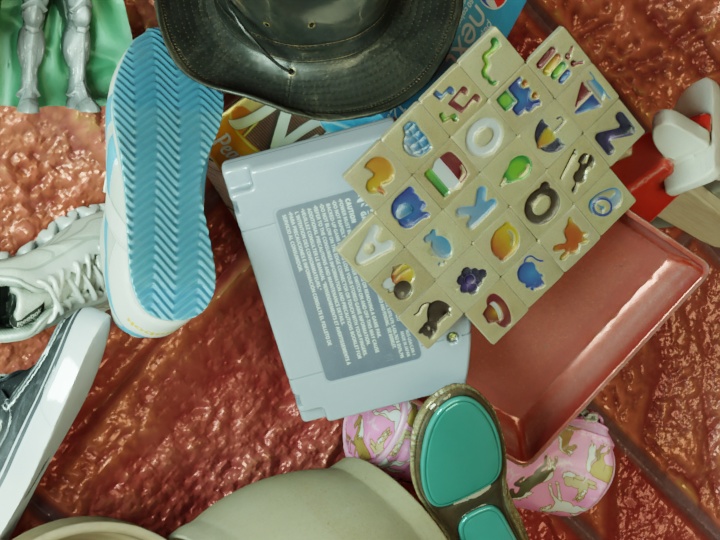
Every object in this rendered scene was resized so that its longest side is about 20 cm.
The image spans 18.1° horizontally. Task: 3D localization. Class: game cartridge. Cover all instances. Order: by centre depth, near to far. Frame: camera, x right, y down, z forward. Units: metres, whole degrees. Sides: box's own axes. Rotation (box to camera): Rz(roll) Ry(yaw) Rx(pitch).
[{"bbox_3d":[0.000,0.000,1.459,0.133,0.042,0.200,-16,121,-1],"label":"game cartridge"}]

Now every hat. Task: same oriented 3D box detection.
[{"bbox_3d":[-0.032,-0.193,1.418,0.200,0.201,0.081,-29,158,-17],"label":"hat"}]

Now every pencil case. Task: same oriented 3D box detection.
[{"bbox_3d":[0.084,0.121,1.620,0.199,0.083,0.087,14,84,-28],"label":"pencil case"}]

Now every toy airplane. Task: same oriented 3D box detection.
[{"bbox_3d":[0.175,-0.072,1.580,0.198,0.141,0.200,-10,138,-4],"label":"toy airplane"}]

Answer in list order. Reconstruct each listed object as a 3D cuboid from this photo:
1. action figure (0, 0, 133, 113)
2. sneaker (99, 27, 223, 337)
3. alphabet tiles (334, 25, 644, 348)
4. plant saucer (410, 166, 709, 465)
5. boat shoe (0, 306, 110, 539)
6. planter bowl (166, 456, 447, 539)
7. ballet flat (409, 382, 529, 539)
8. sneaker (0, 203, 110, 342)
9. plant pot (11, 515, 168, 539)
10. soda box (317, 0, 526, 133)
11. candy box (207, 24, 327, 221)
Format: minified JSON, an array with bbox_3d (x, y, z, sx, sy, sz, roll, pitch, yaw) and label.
[{"bbox_3d":[-0.191,-0.200,1.417,0.118,0.055,0.201,-4,103,-26],"label":"action figure"},{"bbox_3d":[-0.133,-0.056,1.426,0.076,0.081,0.201,9,70,-22],"label":"sneaker"},{"bbox_3d":[0.084,-0.051,1.428,0.200,0.006,0.166,-45,121,-2],"label":"alphabet tiles"},{"bbox_3d":[0.097,0.012,1.518,0.199,0.037,0.200,32,112,-22],"label":"plant saucer"},{"bbox_3d":[-0.225,0.098,1.447,0.068,0.072,0.200,31,116,1],"label":"boat shoe"},{"bbox_3d":[-0.017,0.212,1.537,0.135,0.200,0.201,-42,118,-21],"label":"planter bowl"},{"bbox_3d":[0.067,0.141,1.535,0.070,0.065,0.200,-21,128,-8],"label":"ballet flat"},{"bbox_3d":[-0.200,0.010,1.451,0.199,0.081,0.075,-18,109,-23],"label":"sneaker"},{"bbox_3d":[-0.197,0.256,1.503,0.200,0.093,0.202,-5,99,-29],"label":"plant pot"},{"bbox_3d":[0.050,-0.160,1.499,0.068,0.064,0.200,46,61,-34],"label":"soda box"},{"bbox_3d":[-0.026,-0.056,1.532,0.115,0.055,0.200,-38,117,-12],"label":"candy box"}]
